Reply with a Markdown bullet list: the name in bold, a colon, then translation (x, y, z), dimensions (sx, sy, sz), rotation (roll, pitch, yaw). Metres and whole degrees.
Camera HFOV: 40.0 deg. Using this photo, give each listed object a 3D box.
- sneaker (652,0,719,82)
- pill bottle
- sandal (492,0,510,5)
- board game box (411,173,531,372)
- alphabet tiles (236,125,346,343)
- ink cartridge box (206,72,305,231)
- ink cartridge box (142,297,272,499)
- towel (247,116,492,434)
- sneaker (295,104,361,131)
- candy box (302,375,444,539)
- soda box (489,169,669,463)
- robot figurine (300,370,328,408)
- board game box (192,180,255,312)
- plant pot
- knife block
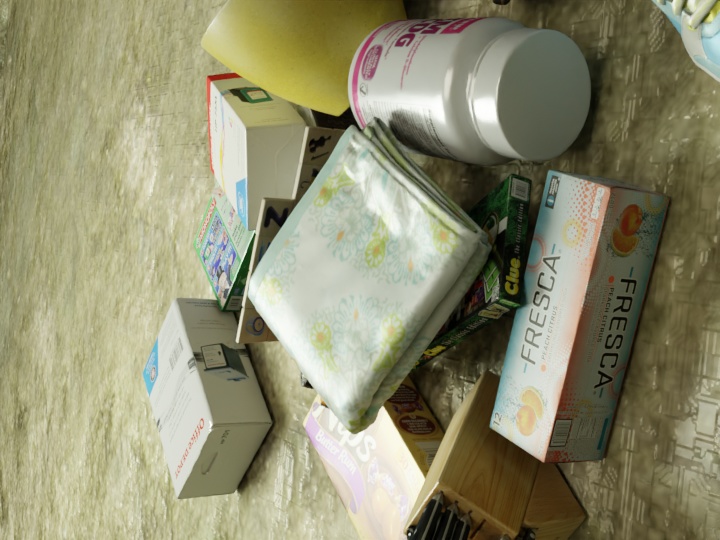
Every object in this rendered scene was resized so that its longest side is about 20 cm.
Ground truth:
- **sneaker**: translation (0.192, -0.191, 0.626), dimensions (0.080, 0.129, 0.202), rotation (-55, 44, 36)
- **pill bottle**: translation (0.084, -0.147, 0.806), dimensions (0.199, 0.112, 0.115), rotation (20, 103, 56)
- **sandal**: translation (0.133, -0.251, 0.748), dimensions (0.200, 0.054, 0.083), rotation (-155, 72, -88)
- **board game box**: translation (0.081, 0.008, 0.820), dimensions (0.200, 0.023, 0.106), rotation (135, 149, -61)
- **alphabet tiles**: translation (-0.033, -0.031, 0.929), dimensions (0.007, 0.166, 0.203), rotation (24, 107, 43)
- **ink cartridge box**: translation (-0.121, -0.141, 1.079), dimensions (0.200, 0.066, 0.118), rotation (-128, 35, -54)
- **ink cartridge box**: translation (-0.197, 0.158, 1.239), dimensions (0.147, 0.085, 0.201), rotation (-60, 42, 35)
- **towel**: translation (0.000, 0.000, 0.801), dimensions (0.201, 0.048, 0.172), rotation (-56, 50, 20)
- **sneaker**: translation (-0.025, -0.115, 1.032), dimensions (0.085, 0.072, 0.203), rotation (110, 150, -65)
- **candy box**: translation (0.022, 0.172, 0.923), dimensions (0.201, 0.056, 0.118), rotation (56, 131, 42)
- **soda box**: translation (0.157, 0.034, 0.720), dimensions (0.068, 0.063, 0.203), rotation (28, 109, 55)
- **robot figurine**: translation (0.006, 0.027, 0.886), dimensions (0.144, 0.058, 0.203), rotation (5, 78, 61)
- **board game box**: translation (-0.152, -0.068, 1.244), dimensions (0.202, 0.029, 0.135), rotation (-63, 39, 32)
- **plant pot**: translation (-0.035, -0.235, 0.949), dimensions (0.142, 0.201, 0.199), rotation (45, 142, -9)
- **knife block**: translation (0.070, 0.169, 0.738), dimensions (0.064, 0.173, 0.201), rotation (-59, 41, 33)
